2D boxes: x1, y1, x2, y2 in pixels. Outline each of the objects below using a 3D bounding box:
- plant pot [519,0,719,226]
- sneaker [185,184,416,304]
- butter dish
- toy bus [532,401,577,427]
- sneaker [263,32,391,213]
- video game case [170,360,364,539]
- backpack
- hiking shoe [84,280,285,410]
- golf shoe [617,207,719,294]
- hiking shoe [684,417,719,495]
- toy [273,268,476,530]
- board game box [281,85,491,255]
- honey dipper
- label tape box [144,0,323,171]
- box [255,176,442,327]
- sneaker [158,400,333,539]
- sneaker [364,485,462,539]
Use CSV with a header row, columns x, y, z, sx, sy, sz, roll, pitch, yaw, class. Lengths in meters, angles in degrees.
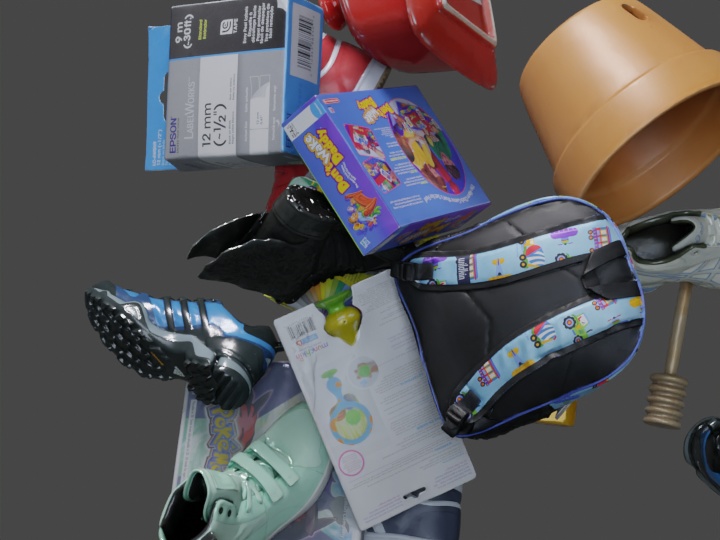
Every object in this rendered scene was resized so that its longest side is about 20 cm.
x,y,z,sx,sy,sz,roll,pitch,yaw,class
0.237,-0.153,1.473,0.199,0.200,0.141,-34,68,-3,plant pot
-0.046,-0.014,1.405,0.104,0.199,0.060,-49,48,21,sneaker
0.029,-0.264,1.498,0.146,0.199,0.202,-16,74,25,butter dish
0.174,0.041,1.499,0.064,0.078,0.203,7,84,1,toy bus
-0.066,-0.136,1.524,0.112,0.071,0.201,31,77,0,sneaker
-0.081,0.177,1.467,0.180,0.023,0.202,0,63,11,video game case
0.149,0.037,1.389,0.198,0.134,0.184,-24,74,16,backpack
-0.167,0.059,1.506,0.199,0.075,0.087,28,48,21,hiking shoe
0.312,-0.023,1.471,0.198,0.097,0.079,-12,77,-5,golf shoe
0.378,0.215,1.466,0.199,0.087,0.075,39,86,4,hiking shoe
0.011,0.111,1.428,0.114,0.047,0.202,-23,99,-6,toy
0.027,-0.093,1.435,0.045,0.199,0.135,-36,80,27,board game box
0.301,0.048,1.522,0.038,0.038,0.202,12,80,2,honey dipper
-0.134,-0.169,1.488,0.198,0.066,0.145,-1,85,29,label tape box
0.000,0.000,1.482,0.199,0.048,0.118,24,87,-24,box
-0.093,0.181,1.390,0.073,0.118,0.201,31,73,25,sneaker
0.001,0.205,1.489,0.198,0.070,0.110,11,73,11,sneaker
